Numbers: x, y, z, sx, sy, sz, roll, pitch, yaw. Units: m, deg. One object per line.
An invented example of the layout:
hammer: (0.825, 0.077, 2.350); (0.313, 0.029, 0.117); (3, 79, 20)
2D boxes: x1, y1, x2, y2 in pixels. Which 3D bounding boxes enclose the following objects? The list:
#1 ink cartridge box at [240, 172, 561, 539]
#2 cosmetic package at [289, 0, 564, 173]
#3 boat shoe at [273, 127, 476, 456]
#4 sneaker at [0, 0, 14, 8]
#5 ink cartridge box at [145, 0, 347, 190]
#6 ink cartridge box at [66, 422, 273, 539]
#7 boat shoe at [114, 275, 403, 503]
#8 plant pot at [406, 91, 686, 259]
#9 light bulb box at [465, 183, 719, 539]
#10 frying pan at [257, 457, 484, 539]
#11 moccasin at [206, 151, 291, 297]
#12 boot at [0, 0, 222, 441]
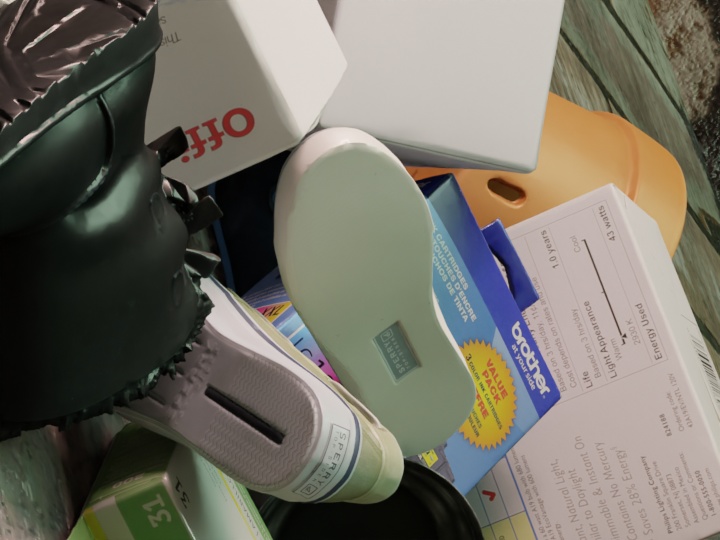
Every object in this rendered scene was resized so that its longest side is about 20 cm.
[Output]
ink cartridge box: (0.014, 0.045, 1.444); (0.200, 0.076, 0.136); (-43, 112, -46)
cosmetic package: (0.009, -0.156, 1.452); (0.200, 0.123, 0.199); (6, -94, 65)
boat shoe: (0.000, 0.000, 1.293); (0.069, 0.072, 0.200); (50, -6, 41)
sneaker: (-0.163, -0.084, 1.149); (0.077, 0.081, 0.200); (-83, 151, -67)
ink cartridge box: (-0.119, -0.130, 1.255); (0.200, 0.147, 0.146); (64, 14, -12)
ink cartridge box: (-0.068, 0.152, 1.196); (0.146, 0.048, 0.200); (64, 11, -13)
boat shoe: (-0.061, 0.046, 1.216); (0.062, 0.072, 0.200); (30, 6, -46)
plant pot: (0.080, -0.037, 1.802); (0.140, 0.200, 0.200); (40, 25, -28)
light bulb box: (0.092, 0.088, 1.581); (0.198, 0.200, 0.125); (70, 13, 15)
frying pan: (0.017, 0.166, 1.358); (0.190, 0.115, 0.031); (62, 1, -21)
moccasin: (-0.026, 0.022, 1.520); (0.080, 0.068, 0.200); (34, 35, -66)
boot: (-0.135, -0.007, 1.105); (0.198, 0.073, 0.162); (-37, 138, -38)
